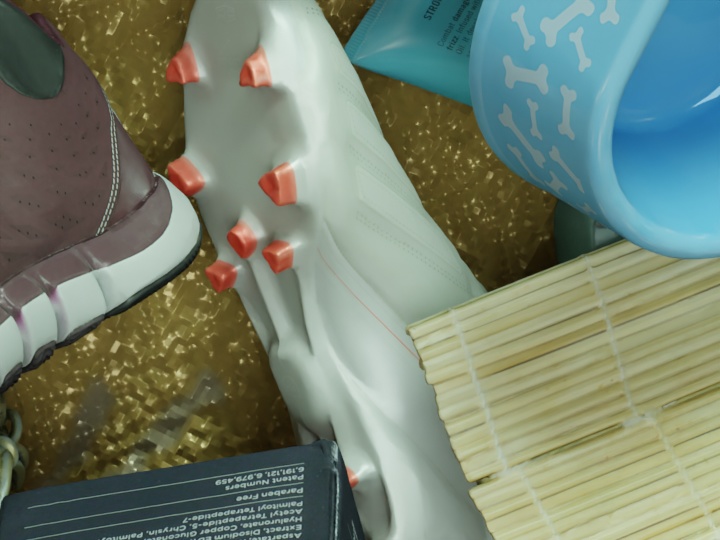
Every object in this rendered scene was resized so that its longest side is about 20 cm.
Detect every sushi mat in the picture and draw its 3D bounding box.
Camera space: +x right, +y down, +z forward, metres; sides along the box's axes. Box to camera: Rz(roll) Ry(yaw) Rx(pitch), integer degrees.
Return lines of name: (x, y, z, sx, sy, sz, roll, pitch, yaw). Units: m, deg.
sushi mat: (0.120, 0.024, 0.843, 0.200, 0.012, 0.096, -21, 83, -10)

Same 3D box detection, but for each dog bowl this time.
dog bowl: (0.106, -0.090, 0.737, 0.111, 0.050, 0.200, 10, 117, -34)

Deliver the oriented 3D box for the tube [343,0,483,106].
tube: (0.096, -0.053, 0.840, 0.200, 0.050, 0.077, 28, 75, 20)

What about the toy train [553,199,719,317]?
toy train: (0.147, 0.020, 0.891, 0.200, 0.085, 0.114, -6, 94, -6)

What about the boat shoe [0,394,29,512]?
boat shoe: (-0.132, 0.022, 0.861, 0.063, 0.073, 0.201, -23, 97, 3)

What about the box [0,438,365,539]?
box: (-0.036, 0.184, 0.817, 0.104, 0.182, 0.200, -10, 122, 6)

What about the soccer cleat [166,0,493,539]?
soccer cleat: (0.000, 0.000, 0.874, 0.078, 0.069, 0.200, -28, 111, -33)

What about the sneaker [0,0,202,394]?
sneaker: (-0.134, -0.013, 0.788, 0.076, 0.200, 0.116, -20, 101, 38)
